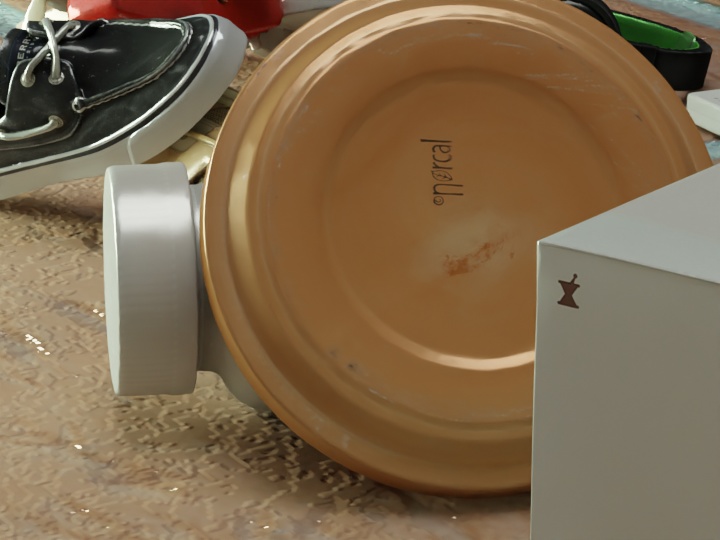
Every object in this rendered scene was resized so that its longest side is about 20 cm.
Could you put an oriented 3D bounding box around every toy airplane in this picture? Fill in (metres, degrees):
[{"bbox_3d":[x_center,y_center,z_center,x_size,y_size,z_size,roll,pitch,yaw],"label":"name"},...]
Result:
[{"bbox_3d":[-0.092,-0.175,1.500,0.199,0.142,0.199,-20,5,-16],"label":"toy airplane"}]

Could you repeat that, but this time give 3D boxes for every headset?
[{"bbox_3d":[0.108,-0.149,1.506,0.199,0.094,0.124,6,16,-19],"label":"headset"}]

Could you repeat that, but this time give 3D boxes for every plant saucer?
[{"bbox_3d":[0.040,-0.016,0.980,0.200,0.201,0.032,-3,-16,-9],"label":"plant saucer"}]

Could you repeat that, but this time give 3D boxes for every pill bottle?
[{"bbox_3d":[0.000,0.000,1.043,0.199,0.110,0.110,-3,19,-9],"label":"pill bottle"}]

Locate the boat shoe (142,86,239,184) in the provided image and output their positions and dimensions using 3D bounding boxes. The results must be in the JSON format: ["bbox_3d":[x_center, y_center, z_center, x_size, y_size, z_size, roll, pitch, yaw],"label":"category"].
[{"bbox_3d":[-0.064,-0.041,1.223,0.064,0.071,0.200,-41,27,-29],"label":"boat shoe"}]

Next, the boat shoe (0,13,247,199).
[{"bbox_3d":[-0.143,-0.088,1.250,0.200,0.068,0.072,-14,46,40],"label":"boat shoe"}]

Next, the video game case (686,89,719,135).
[{"bbox_3d":[0.300,-0.084,1.433,0.199,0.018,0.143,-9,21,-24],"label":"video game case"}]

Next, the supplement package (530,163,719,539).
[{"bbox_3d":[0.186,0.052,0.834,0.191,0.148,0.200,15,24,36],"label":"supplement package"}]
